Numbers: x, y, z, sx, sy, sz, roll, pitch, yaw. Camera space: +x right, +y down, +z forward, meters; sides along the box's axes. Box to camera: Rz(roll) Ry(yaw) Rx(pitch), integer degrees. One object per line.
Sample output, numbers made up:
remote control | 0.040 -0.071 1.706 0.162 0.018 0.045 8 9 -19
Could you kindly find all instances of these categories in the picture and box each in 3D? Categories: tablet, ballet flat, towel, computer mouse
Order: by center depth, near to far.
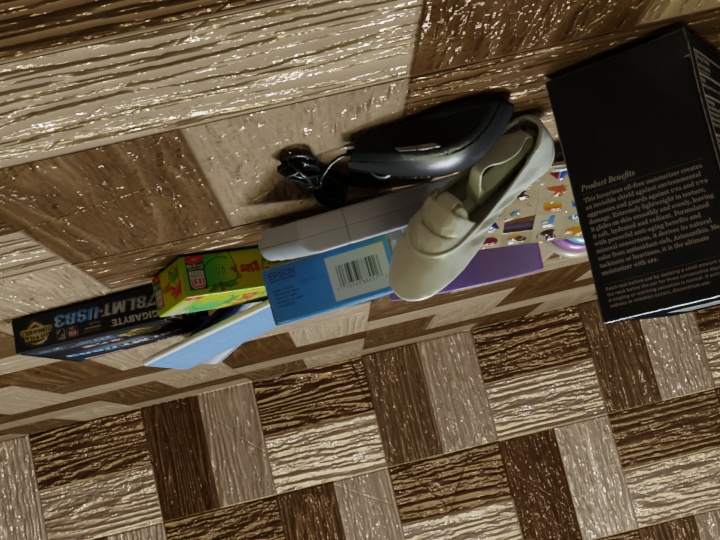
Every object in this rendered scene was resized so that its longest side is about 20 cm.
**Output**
computer mouse | 0.039 -0.088 0.872 0.199 0.046 0.140 -15 171 9
ballet flat | 0.091 -0.062 0.878 0.200 0.069 0.069 -46 177 -13
tablet | -0.164 0.079 1.291 0.199 0.014 0.130 -25 167 11
towel | -0.180 0.075 1.431 0.147 0.024 0.200 -43 170 0

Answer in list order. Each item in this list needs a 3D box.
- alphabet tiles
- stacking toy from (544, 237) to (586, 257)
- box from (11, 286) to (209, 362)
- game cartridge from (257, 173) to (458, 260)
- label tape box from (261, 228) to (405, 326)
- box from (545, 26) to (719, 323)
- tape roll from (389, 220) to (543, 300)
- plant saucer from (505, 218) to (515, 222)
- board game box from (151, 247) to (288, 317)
alphabet tiles | 0.219 -0.073 1.083 0.199 0.008 0.167 -7 154 0
stacking toy | 0.267 -0.081 1.176 0.085 0.086 0.200 -12 166 -8
box | -0.314 0.071 1.326 0.199 0.050 0.199 -14 170 5
game cartridge | 0.015 -0.052 0.962 0.199 0.041 0.133 -18 180 -23
label tape box | 0.000 0.000 1.110 0.144 0.064 0.200 -17 180 19
box | 0.259 -0.067 0.839 0.123 0.199 0.200 -16 171 31
tape roll | 0.129 -0.013 1.308 0.199 0.066 0.200 -12 180 0
plant saucer | 0.135 -0.074 1.151 0.199 0.032 0.200 -14 170 -2
board game box | -0.131 0.008 1.200 0.199 0.048 0.102 -8 169 -31
